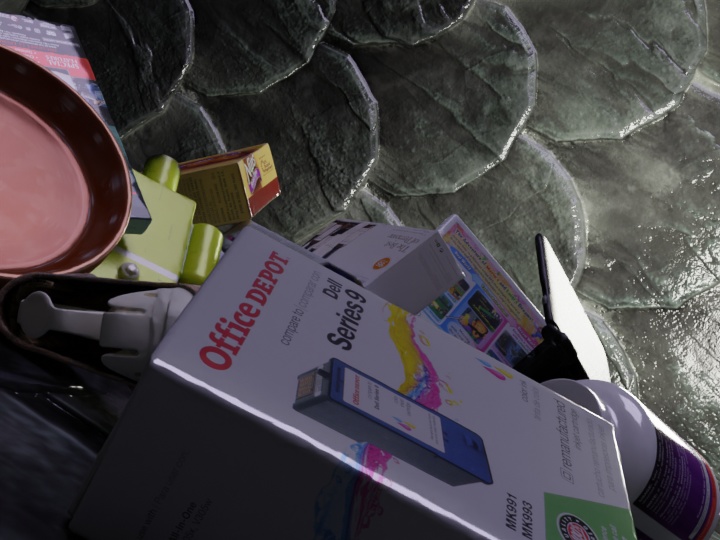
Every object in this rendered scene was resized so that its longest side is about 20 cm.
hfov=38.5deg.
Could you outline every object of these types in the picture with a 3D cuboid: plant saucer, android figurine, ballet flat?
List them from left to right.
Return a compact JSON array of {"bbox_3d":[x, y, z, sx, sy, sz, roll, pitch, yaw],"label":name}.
[{"bbox_3d":[-0.240,-0.069,0.645,0.200,0.032,0.201,26,40,-24],"label":"plant saucer"},{"bbox_3d":[-0.188,-0.031,0.758,0.182,0.041,0.200,29,36,-20],"label":"android figurine"},{"bbox_3d":[-0.122,0.034,0.540,0.199,0.068,0.067,3,-10,36],"label":"ballet flat"}]

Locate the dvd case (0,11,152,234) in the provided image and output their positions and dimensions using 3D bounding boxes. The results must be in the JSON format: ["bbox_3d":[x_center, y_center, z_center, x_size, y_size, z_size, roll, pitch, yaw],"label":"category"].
[{"bbox_3d":[-0.243,-0.112,0.733,0.146,0.022,0.200,1,51,-45],"label":"dvd case"}]

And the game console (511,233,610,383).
[{"bbox_3d":[0.156,0.104,0.902,0.116,0.176,0.200,45,-6,48],"label":"game console"}]

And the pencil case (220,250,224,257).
[{"bbox_3d":[-0.110,0.039,0.823,0.090,0.083,0.200,-22,29,-27],"label":"pencil case"}]

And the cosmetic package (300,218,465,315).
[{"bbox_3d":[0.000,0.000,0.880,0.051,0.082,0.200,56,-17,-19],"label":"cosmetic package"}]

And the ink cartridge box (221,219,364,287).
[{"bbox_3d":[-0.027,0.064,0.872,0.200,0.043,0.197,29,-30,57],"label":"ink cartridge box"}]

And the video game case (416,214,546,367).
[{"bbox_3d":[0.101,0.072,0.940,0.200,0.182,0.024,49,-40,-4],"label":"video game case"}]

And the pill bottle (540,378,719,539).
[{"bbox_3d":[0.196,0.156,0.806,0.112,0.113,0.200,29,-6,47],"label":"pill bottle"}]

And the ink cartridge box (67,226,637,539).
[{"bbox_3d":[0.005,0.082,0.421,0.199,0.088,0.145,28,22,-2],"label":"ink cartridge box"}]

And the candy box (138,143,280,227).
[{"bbox_3d":[-0.185,-0.064,0.957,0.199,0.057,0.117,-10,14,12],"label":"candy box"}]

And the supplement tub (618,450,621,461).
[{"bbox_3d":[0.033,0.099,0.579,0.200,0.123,0.123,29,0,-5],"label":"supplement tub"}]
